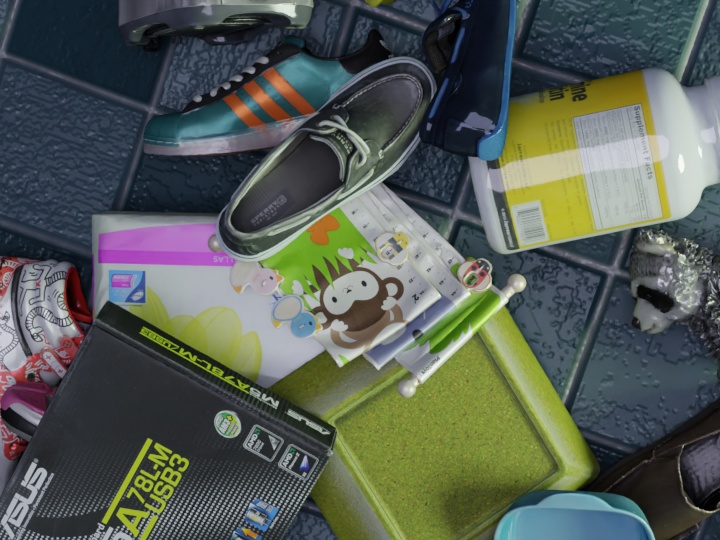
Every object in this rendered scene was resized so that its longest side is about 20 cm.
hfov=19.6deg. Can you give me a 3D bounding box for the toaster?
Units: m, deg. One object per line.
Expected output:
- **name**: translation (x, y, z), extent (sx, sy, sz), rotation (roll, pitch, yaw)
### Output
- **toaster**: translation (-0.112, -0.232, 1.509), extent (0.113, 0.200, 0.130), rotation (-3, 91, -25)

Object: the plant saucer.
- **plant saucer**: translation (0.057, 0.126, 1.531), extent (0.199, 0.048, 0.200), rotation (-33, 100, -8)

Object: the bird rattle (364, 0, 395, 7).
- **bird rattle**: translation (-0.007, -0.288, 1.523), extent (0.162, 0.113, 0.201), rotation (-8, 91, 24)

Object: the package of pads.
- **package of pads**: translation (-0.103, 0.035, 1.571), extent (0.199, 0.068, 0.156), rotation (1, 94, 6)

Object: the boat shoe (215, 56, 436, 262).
- **boat shoe**: translation (-0.019, -0.078, 1.485), extent (0.072, 0.071, 0.200), rotation (45, 81, 0)

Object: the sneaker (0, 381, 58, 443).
- **sneaker**: translation (-0.198, 0.161, 1.573), extent (0.200, 0.074, 0.088), rotation (35, 104, -23)

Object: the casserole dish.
- **casserole dish**: translation (0.159, 0.233, 1.533), extent (0.120, 0.039, 0.201), rotation (2, 122, 9)

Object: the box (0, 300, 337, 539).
- **box**: translation (-0.145, 0.152, 1.494), extent (0.192, 0.048, 0.201), rotation (29, 110, -6)

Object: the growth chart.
- **growth chart**: translation (0.000, 0.000, 1.510), extent (0.200, 0.018, 0.145), rotation (39, 75, 12)

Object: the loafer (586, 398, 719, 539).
- **loafer**: translation (0.229, 0.160, 1.542), extent (0.200, 0.071, 0.073), rotation (-44, 89, 10)

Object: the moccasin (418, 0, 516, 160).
- **moccasin**: translation (0.076, -0.166, 1.482), extent (0.068, 0.201, 0.081), rotation (5, 134, 3)

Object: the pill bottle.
- **pill bottle**: translation (0.181, -0.084, 1.508), extent (0.199, 0.112, 0.113), rotation (-11, 93, 7)

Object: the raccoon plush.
- **raccoon plush**: translation (0.290, -0.002, 1.536), extent (0.199, 0.097, 0.134), rotation (-30, 76, -21)

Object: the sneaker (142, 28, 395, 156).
- **sneaker**: translation (-0.068, -0.132, 1.557), extent (0.199, 0.071, 0.080), rotation (-10, 93, -1)

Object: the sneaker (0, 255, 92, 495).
- **sneaker**: translation (-0.254, 0.089, 1.594), extent (0.107, 0.067, 0.203), rotation (-2, 92, 9)
